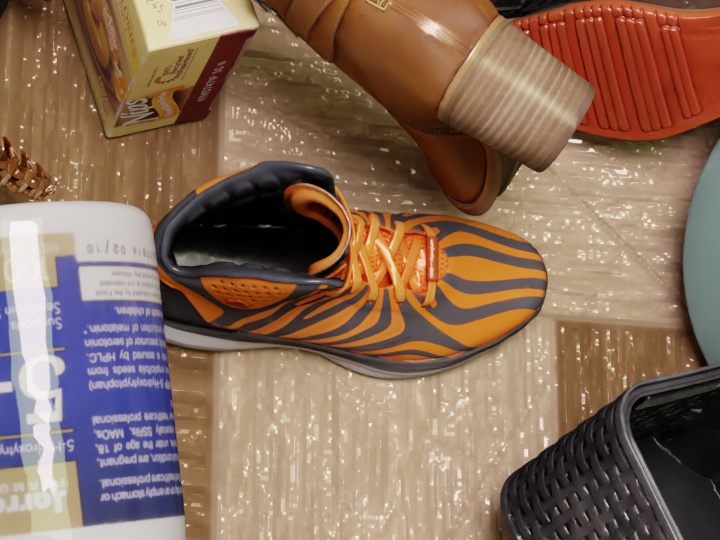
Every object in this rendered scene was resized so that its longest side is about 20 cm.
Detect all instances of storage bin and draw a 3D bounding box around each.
[{"bbox_3d":[0.167,0.148,0.950,0.135,0.094,0.200,-10,68,-40],"label":"storage bin"}]

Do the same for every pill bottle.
[{"bbox_3d":[-0.134,0.079,0.897,0.120,0.120,0.200,-6,84,-17],"label":"pill bottle"}]

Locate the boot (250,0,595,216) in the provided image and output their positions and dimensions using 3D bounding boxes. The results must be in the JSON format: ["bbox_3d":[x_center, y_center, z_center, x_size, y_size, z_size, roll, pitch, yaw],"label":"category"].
[{"bbox_3d":[0.016,-0.099,0.954,0.155,0.200,0.074,33,81,-3],"label":"boot"}]

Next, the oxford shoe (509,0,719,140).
[{"bbox_3d":[0.159,-0.110,1.042,0.200,0.071,0.073,-1,32,21],"label":"oxford shoe"}]

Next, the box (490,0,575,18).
[{"bbox_3d":[0.080,-0.164,0.989,0.158,0.200,0.050,-8,81,-17],"label":"box"}]

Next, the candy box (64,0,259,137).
[{"bbox_3d":[-0.110,-0.174,0.982,0.055,0.115,0.200,-14,79,-20],"label":"candy box"}]

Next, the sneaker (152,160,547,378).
[{"bbox_3d":[0.000,0.000,0.966,0.200,0.112,0.078,-2,75,-17],"label":"sneaker"}]

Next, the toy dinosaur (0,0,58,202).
[{"bbox_3d":[-0.202,-0.115,0.963,0.136,0.102,0.200,-42,104,8],"label":"toy dinosaur"}]

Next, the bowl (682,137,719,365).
[{"bbox_3d":[0.262,-0.003,1.016,0.201,0.105,0.201,-1,95,-16],"label":"bowl"}]
